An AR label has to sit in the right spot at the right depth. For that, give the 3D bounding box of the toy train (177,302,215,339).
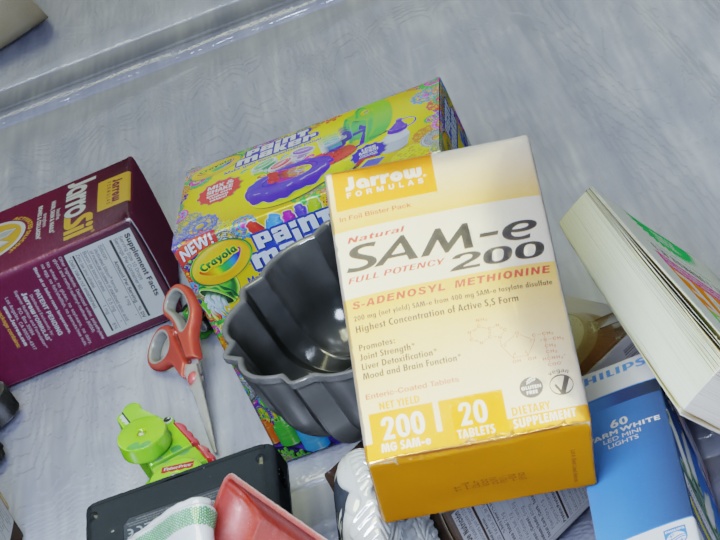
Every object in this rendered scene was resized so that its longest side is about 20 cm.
[{"bbox_3d":[-0.088,-0.013,1.870,0.056,0.042,0.200,-13,28,46],"label":"toy train"}]

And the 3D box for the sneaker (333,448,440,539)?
[{"bbox_3d":[-0.013,0.211,1.299,0.129,0.079,0.199,-27,69,22],"label":"sneaker"}]

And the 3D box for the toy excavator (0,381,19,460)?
[{"bbox_3d":[-0.385,0.118,1.850,0.200,0.100,0.195,-27,24,18],"label":"toy excavator"}]

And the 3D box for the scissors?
[{"bbox_3d":[-0.128,0.071,1.739,0.073,0.014,0.200,-64,26,10],"label":"scissors"}]

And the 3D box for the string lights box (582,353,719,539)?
[{"bbox_3d":[0.170,0.144,1.289,0.059,0.103,0.200,-22,27,11],"label":"string lights box"}]

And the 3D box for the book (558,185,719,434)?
[{"bbox_3d":[0.210,0.039,1.381,0.048,0.134,0.200,-50,35,14],"label":"book"}]

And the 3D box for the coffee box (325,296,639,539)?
[{"bbox_3d":[0.093,0.107,1.430,0.200,0.080,0.114,-41,30,-26],"label":"coffee box"}]

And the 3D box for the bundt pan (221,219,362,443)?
[{"bbox_3d":[0.018,0.035,1.432,0.202,0.076,0.202,-21,28,12],"label":"bundt pan"}]

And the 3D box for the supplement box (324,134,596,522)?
[{"bbox_3d":[0.055,0.031,1.286,0.126,0.074,0.200,-11,55,2],"label":"supplement box"}]

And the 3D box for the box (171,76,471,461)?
[{"bbox_3d":[0.000,0.000,1.596,0.200,0.193,0.122,-20,27,13],"label":"box"}]

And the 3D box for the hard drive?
[{"bbox_3d":[-0.107,0.213,1.426,0.139,0.033,0.200,-20,44,12],"label":"hard drive"}]

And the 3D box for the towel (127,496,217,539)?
[{"bbox_3d":[-0.139,0.244,1.324,0.149,0.031,0.200,-38,38,45],"label":"towel"}]

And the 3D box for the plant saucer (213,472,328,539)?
[{"bbox_3d":[-0.066,0.231,1.268,0.200,0.037,0.200,-69,22,0],"label":"plant saucer"}]

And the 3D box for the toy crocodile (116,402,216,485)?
[{"bbox_3d":[-0.121,0.147,1.583,0.062,0.068,0.200,-28,29,-13],"label":"toy crocodile"}]

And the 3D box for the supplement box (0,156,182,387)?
[{"bbox_3d":[-0.261,0.007,1.914,0.200,0.103,0.131,-23,26,6],"label":"supplement box"}]

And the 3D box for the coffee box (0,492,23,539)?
[{"bbox_3d":[-0.318,0.232,1.586,0.114,0.080,0.200,-18,28,15],"label":"coffee box"}]

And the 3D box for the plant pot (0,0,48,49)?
[{"bbox_3d":[-0.497,-0.296,2.608,0.200,0.187,0.187,-42,28,-1],"label":"plant pot"}]
